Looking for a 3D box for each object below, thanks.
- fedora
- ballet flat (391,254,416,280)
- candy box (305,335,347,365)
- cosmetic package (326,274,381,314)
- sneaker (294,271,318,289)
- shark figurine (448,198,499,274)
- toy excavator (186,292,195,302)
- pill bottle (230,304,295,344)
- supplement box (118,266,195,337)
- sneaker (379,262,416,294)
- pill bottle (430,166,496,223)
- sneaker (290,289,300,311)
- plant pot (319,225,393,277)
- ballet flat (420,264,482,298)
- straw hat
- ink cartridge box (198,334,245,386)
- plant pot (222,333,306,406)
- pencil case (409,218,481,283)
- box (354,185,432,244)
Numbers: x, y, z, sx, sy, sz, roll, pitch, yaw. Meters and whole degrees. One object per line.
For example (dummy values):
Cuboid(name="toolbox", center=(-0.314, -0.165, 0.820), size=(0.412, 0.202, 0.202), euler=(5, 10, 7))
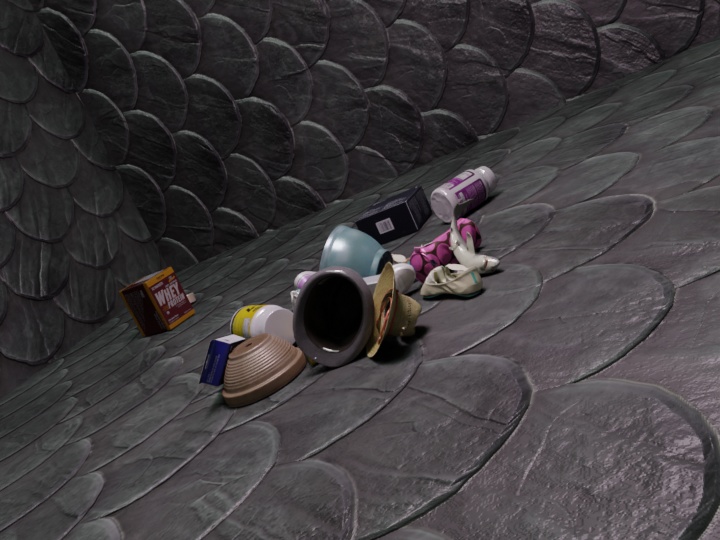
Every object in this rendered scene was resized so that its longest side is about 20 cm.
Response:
Cuboid(name="fedora", center=(-0.043, 0.088, 1.534), size=(0.174, 0.204, 0.090), euler=(19, 11, 20))
Cuboid(name="ballet flat", center=(0.093, -0.011, 1.901), size=(0.070, 0.066, 0.199), euler=(-31, 13, -21))
Cuboid(name="candy box", center=(-0.085, 0.156, 1.674), size=(0.101, 0.027, 0.200), euler=(-29, 13, -8))
Cuboid(name="cosmetic package", center=(-0.024, 0.077, 1.619), size=(0.196, 0.104, 0.074), euler=(-9, 11, 18))
Cuboid(name="sneaker", center=(-0.078, 0.051, 2.031), size=(0.114, 0.074, 0.199), euler=(34, 28, 31))
Cuboid(name="shark figurine", center=(0.247, -0.053, 1.682), size=(0.088, 0.217, 0.129), euler=(10, -46, -35))
Cuboid(name="toy excavator", center=(-0.794, 0.148, 3.033), size=(0.192, 0.102, 0.199), euler=(-18, 6, 29))
Cuboid(name="pill bottle", center=(-0.235, 0.142, 1.835), size=(0.113, 0.116, 0.199), euler=(-32, 14, -29))
Cuboid(name="supplement box", center=(-0.764, 0.120, 2.806), size=(0.198, 0.200, 0.132), euler=(-15, 16, 42))
Cuboid(name="sneaker", center=(0.050, 0.058, 1.712), size=(0.198, 0.077, 0.081), euler=(-35, 21, -9))
Cuboid(name="pill bottle", center=(0.315, -0.234, 2.250), size=(0.198, 0.114, 0.112), euler=(-32, 14, -26))
Cuboid(name="sneaker", center=(-0.137, 0.089, 1.911), size=(0.075, 0.090, 0.199), euler=(-29, 13, -23))
Cuboid(name="plant pot", center=(0.000, 0.000, 1.816), size=(0.132, 0.204, 0.200), euler=(9, 27, 22))
Cuboid(name="ballet flat", center=(0.186, 0.019, 1.591), size=(0.069, 0.070, 0.199), euler=(-32, 13, -29))
Cuboid(name="straw hat", center=(0.075, 0.088, 1.468), size=(0.083, 0.205, 0.201), euler=(12, 9, -9))
Cuboid(name="ink cartridge box", center=(-0.307, 0.201, 1.672), size=(0.038, 0.101, 0.200), euler=(16, 1, 5))
Cuboid(name="plant pot", center=(-0.224, 0.202, 1.621), size=(0.198, 0.094, 0.201), euler=(-26, 12, 6))
Cuboid(name="pencil case", center=(0.205, -0.053, 1.779), size=(0.199, 0.095, 0.090), euler=(-35, 15, -38))
Cuboid(name="box", center=(0.111, -0.175, 2.443), size=(0.197, 0.106, 0.182), euler=(-19, 15, 28))
